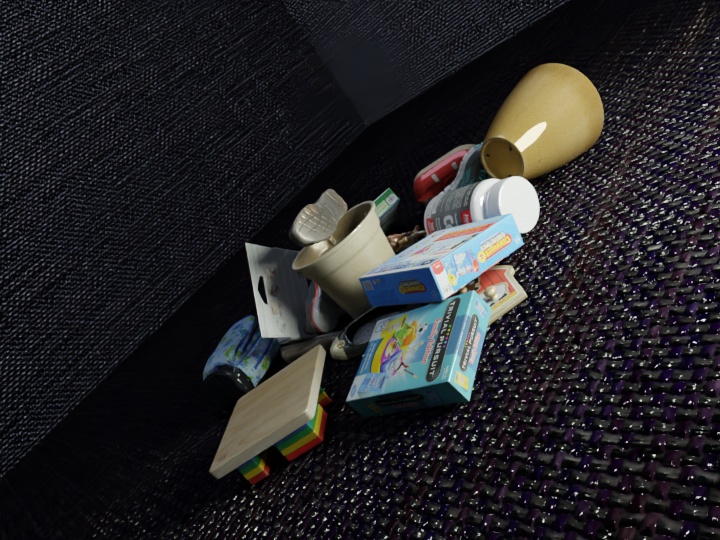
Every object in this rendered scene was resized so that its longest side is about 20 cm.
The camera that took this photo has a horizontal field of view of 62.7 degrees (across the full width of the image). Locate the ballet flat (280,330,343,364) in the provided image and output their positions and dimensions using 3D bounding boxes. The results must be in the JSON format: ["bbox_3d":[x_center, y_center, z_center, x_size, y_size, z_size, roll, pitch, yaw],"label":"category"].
[{"bbox_3d":[-0.085,0.156,1.180,0.198,0.047,0.067,-20,-10,36],"label":"ballet flat"}]

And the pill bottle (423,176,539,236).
[{"bbox_3d":[0.215,-0.101,1.070,0.114,0.114,0.199,-46,18,-25],"label":"pill bottle"}]

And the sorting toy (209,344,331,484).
[{"bbox_3d":[-0.133,0.247,0.987,0.199,0.070,0.199,-35,17,15],"label":"sorting toy"}]

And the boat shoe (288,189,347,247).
[{"bbox_3d":[-0.087,-0.088,1.140,0.073,0.075,0.200,-40,5,32],"label":"boat shoe"}]

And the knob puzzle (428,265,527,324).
[{"bbox_3d":[0.159,0.048,0.950,0.219,0.031,0.220,-36,17,12],"label":"knob puzzle"}]

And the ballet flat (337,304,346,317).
[{"bbox_3d":[-0.043,0.060,1.281,0.199,0.070,0.070,-33,17,22],"label":"ballet flat"}]

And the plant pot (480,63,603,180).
[{"bbox_3d":[0.310,-0.248,1.079,0.199,0.188,0.186,-39,14,-30],"label":"plant pot"}]

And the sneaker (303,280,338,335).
[{"bbox_3d":[-0.088,0.044,1.233,0.081,0.077,0.202,-26,42,39],"label":"sneaker"}]

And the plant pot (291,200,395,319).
[{"bbox_3d":[0.000,0.000,1.147,0.199,0.184,0.201,-36,17,12],"label":"plant pot"}]

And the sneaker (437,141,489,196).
[{"bbox_3d":[0.232,-0.168,1.197,0.077,0.092,0.201,-4,-42,-36],"label":"sneaker"}]

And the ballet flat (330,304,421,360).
[{"bbox_3d":[0.023,0.090,1.058,0.199,0.057,0.067,-37,57,5],"label":"ballet flat"}]

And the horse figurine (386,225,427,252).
[{"bbox_3d":[0.107,-0.066,1.250,0.198,0.051,0.132,-12,-8,-37],"label":"horse figurine"}]

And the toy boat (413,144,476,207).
[{"bbox_3d":[0.220,-0.183,1.318,0.199,0.130,0.132,-31,48,28],"label":"toy boat"}]

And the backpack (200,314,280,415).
[{"bbox_3d":[-0.259,0.197,1.305,0.163,0.155,0.200,-33,3,41],"label":"backpack"}]

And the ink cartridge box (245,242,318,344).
[{"bbox_3d":[-0.173,0.051,1.231,0.043,0.203,0.173,-23,-18,33],"label":"ink cartridge box"}]

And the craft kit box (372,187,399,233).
[{"bbox_3d":[0.010,-0.097,1.496,0.200,0.049,0.198,-42,-12,-10],"label":"craft kit box"}]

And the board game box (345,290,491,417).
[{"bbox_3d":[0.081,0.122,0.846,0.199,0.047,0.152,-23,33,44],"label":"board game box"}]

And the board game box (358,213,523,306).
[{"bbox_3d":[0.128,-0.014,0.967,0.195,0.057,0.199,-30,10,-29],"label":"board game box"}]
